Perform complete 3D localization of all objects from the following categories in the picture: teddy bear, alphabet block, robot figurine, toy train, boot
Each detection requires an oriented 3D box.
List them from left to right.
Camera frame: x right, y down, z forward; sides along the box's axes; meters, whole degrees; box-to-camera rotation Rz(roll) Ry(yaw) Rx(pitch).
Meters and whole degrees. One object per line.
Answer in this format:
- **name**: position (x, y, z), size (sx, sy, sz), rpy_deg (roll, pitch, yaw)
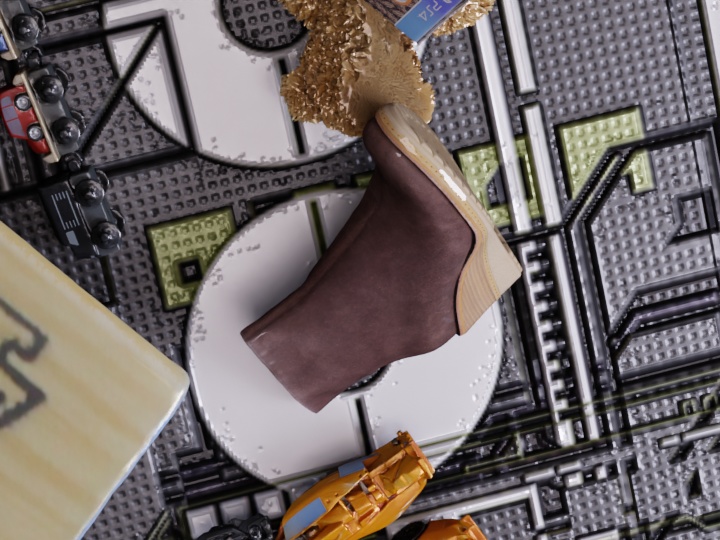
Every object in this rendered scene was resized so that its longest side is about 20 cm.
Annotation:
- **alphabet block**: position (-0.252, 0.068, 1.467), size (0.200, 0.195, 0.197), rpy_deg (41, 77, -23)
- **toy train**: position (-0.195, -0.098, 1.551), size (0.046, 0.034, 0.201), rpy_deg (-18, 106, 8)
- **robot figurine**: position (-0.022, 0.199, 1.632), size (0.200, 0.058, 0.145), rpy_deg (-37, 105, 0)
- **boot**: position (0.000, 0.000, 1.547), size (0.166, 0.072, 0.200), rpy_deg (-33, 141, 3)
- **teddy bear**: position (0.006, -0.181, 1.554), size (0.145, 0.067, 0.201), rpy_deg (-15, 98, -15)

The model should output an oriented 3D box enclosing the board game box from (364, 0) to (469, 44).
- **board game box**: position (0.016, -0.262, 1.469), size (0.200, 0.097, 0.160), rpy_deg (39, 67, -7)
